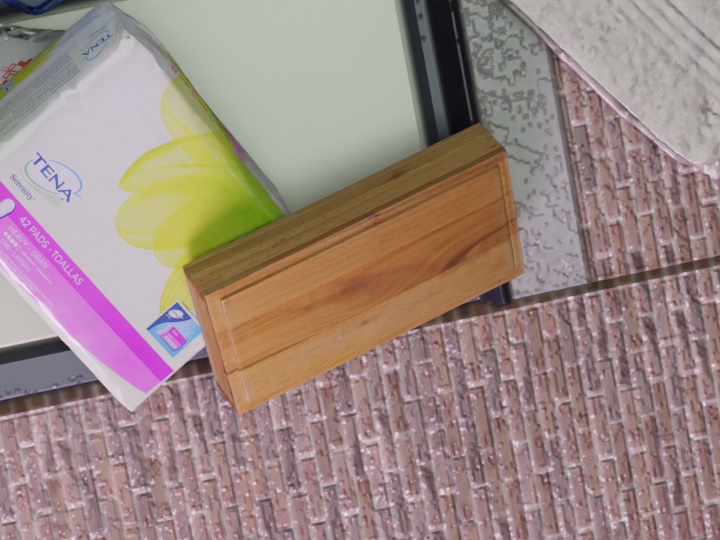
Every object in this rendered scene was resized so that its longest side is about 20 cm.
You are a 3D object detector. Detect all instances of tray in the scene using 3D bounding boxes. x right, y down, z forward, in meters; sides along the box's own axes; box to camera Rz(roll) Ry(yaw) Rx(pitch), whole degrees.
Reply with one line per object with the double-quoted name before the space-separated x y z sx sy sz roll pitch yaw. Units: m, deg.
"tray" 0.000 0.000 1.372 0.199 0.037 0.099 -27 134 -15

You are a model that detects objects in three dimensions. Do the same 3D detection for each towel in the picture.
"towel" 0.184 -0.164 1.421 0.200 0.034 0.133 42 89 -8

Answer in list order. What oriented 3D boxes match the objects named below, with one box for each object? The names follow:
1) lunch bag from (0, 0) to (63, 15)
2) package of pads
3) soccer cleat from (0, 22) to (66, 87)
"lunch bag" -0.161 -0.244 1.304 0.082 0.161 0.200 41 90 13
"package of pads" -0.137 -0.038 1.343 0.154 0.068 0.200 -40 125 -1
"soccer cleat" -0.234 -0.125 1.357 0.198 0.069 0.086 -15 103 -1
